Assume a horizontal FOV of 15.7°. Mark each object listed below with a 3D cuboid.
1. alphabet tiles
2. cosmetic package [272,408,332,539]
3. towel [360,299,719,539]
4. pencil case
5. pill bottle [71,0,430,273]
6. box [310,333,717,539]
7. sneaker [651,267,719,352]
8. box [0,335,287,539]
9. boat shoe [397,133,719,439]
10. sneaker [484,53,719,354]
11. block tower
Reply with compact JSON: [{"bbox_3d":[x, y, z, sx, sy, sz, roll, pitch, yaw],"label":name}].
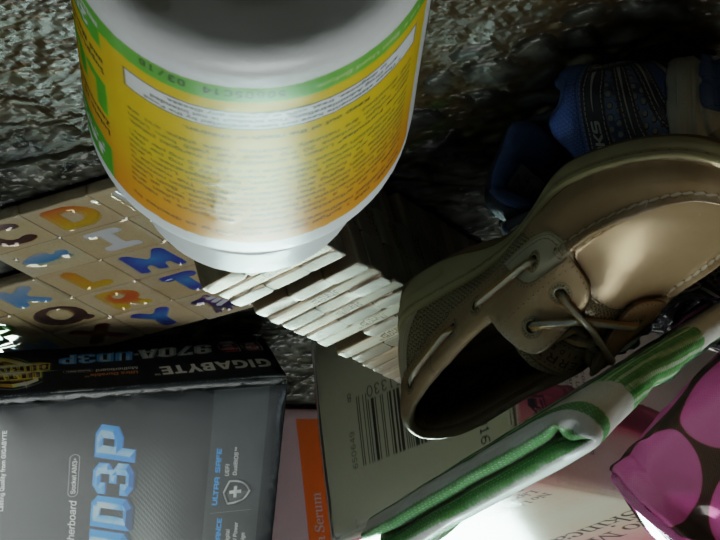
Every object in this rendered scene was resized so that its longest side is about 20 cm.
[{"bbox_3d":[-0.107,-0.002,1.150,0.199,0.008,0.167,-14,158,22],"label":"alphabet tiles"},{"bbox_3d":[-0.075,0.129,1.375,0.199,0.102,0.071,1,158,-21],"label":"cosmetic package"},{"bbox_3d":[0.106,0.049,1.056,0.200,0.023,0.152,-28,173,-42],"label":"towel"},{"bbox_3d":[0.206,0.054,1.139,0.200,0.094,0.091,-43,-161,2],"label":"pencil case"},{"bbox_3d":[-0.035,-0.072,0.834,0.110,0.112,0.200,-5,159,-5],"label":"pill bottle"},{"bbox_3d":[0.091,0.081,1.283,0.128,0.110,0.199,-25,153,39],"label":"box"},{"bbox_3d":[0.189,0.021,1.205,0.199,0.075,0.081,7,156,-31],"label":"sneaker"},{"bbox_3d":[-0.123,0.131,1.260,0.158,0.046,0.201,-3,118,-19],"label":"box"},{"bbox_3d":[0.084,0.012,0.998,0.071,0.065,0.200,24,146,-24],"label":"boat shoe"},{"bbox_3d":[0.089,-0.031,1.063,0.085,0.077,0.200,7,150,-7],"label":"sneaker"},{"bbox_3d":[0.000,0.000,1.105,0.054,0.058,0.200,-25,156,21],"label":"block tower"}]
